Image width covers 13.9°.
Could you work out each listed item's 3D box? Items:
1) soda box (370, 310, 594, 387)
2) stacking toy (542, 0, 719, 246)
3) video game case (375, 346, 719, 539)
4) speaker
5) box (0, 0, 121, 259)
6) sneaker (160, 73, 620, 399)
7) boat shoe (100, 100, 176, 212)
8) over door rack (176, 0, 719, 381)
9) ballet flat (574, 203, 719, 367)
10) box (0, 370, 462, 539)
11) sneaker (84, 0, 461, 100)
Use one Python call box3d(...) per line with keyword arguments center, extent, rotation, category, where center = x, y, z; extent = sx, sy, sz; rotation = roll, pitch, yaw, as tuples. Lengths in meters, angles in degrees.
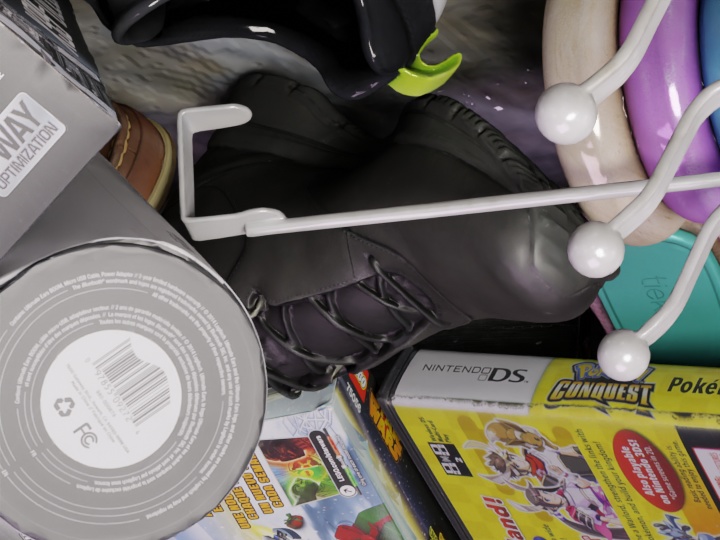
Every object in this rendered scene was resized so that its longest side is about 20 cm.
box3d(center=(-0.021, 0.055, 0.994), extent=(0.200, 0.071, 0.063), rotation=(-3, 129, 9), category="soda box")
box3d(center=(0.152, -0.059, 0.761), extent=(0.200, 0.085, 0.085), rotation=(-7, 145, 25), category="stacking toy")
box3d(center=(0.121, 0.101, 0.912), extent=(0.181, 0.026, 0.200), rotation=(2, 138, 36), category="video game case")
box3d(center=(-0.085, 0.010, 0.802), extent=(0.081, 0.081, 0.200), rotation=(25, -176, -18), category="speaker")
box3d(center=(-0.140, -0.019, 0.780), extent=(0.050, 0.158, 0.200), rotation=(41, -173, -19), category="box")
box3d(center=(0.000, 0.000, 0.852), extent=(0.076, 0.091, 0.200), rotation=(44, 164, -23), category="sneaker")
box3d(center=(-0.154, -0.031, 0.950), extent=(0.200, 0.072, 0.068), rotation=(-1, 149, 31), category="boat shoe")
box3d(center=(0.032, -0.032, 0.692), extent=(0.200, 0.067, 0.148), rotation=(5, 157, 13), category="over door rack")
box3d(center=(0.108, 0.023, 0.920), extent=(0.069, 0.071, 0.200), rotation=(-1, 139, 19), category="ballet flat")
box3d(center=(-0.032, 0.109, 0.967), extent=(0.137, 0.040, 0.200), rotation=(-11, 131, 19), category="box")
box3d(center=(-0.060, -0.104, 0.767), extent=(0.200, 0.083, 0.072), rotation=(21, 151, -11), category="sneaker")
